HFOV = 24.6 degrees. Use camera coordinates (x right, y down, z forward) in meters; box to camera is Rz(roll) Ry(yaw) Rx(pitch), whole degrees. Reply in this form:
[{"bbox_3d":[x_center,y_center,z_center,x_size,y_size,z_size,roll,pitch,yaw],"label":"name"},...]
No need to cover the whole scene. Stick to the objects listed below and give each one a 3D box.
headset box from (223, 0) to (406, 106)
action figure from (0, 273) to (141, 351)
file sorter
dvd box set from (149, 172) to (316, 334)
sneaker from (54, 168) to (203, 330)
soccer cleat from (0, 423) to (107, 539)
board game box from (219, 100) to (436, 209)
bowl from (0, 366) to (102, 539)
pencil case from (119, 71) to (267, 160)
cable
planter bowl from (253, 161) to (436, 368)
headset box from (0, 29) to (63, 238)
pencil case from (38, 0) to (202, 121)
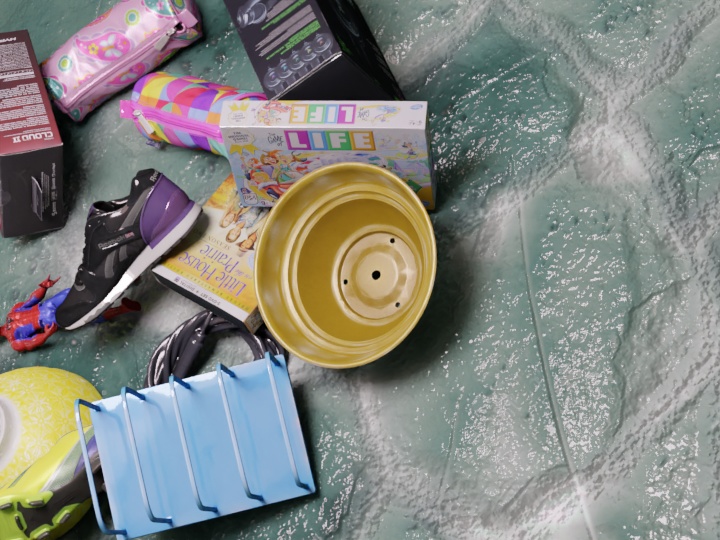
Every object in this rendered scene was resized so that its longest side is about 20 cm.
[{"bbox_3d":[-0.044,-0.220,1.696,0.093,0.174,0.200,-33,56,14],"label":"headset box"},{"bbox_3d":[-0.338,0.045,1.830,0.199,0.052,0.066,-19,66,24],"label":"action figure"},{"bbox_3d":[-0.159,0.165,1.566,0.199,0.123,0.139,-14,80,1],"label":"file sorter"},{"bbox_3d":[-0.105,-0.042,1.713,0.146,0.029,0.200,27,70,36],"label":"dvd box set"},{"bbox_3d":[-0.262,-0.027,1.725,0.200,0.088,0.076,-43,16,13],"label":"sneaker"},{"bbox_3d":[-0.311,0.212,1.669,0.200,0.065,0.084,-28,34,-6],"label":"soccer cleat"},{"bbox_3d":[-0.029,-0.113,1.626,0.199,0.135,0.034,1,57,8],"label":"board game box"},{"bbox_3d":[-0.374,0.187,1.750,0.199,0.108,0.201,-12,65,26],"label":"bowl"},{"bbox_3d":[-0.171,-0.164,1.778,0.200,0.088,0.089,15,77,48],"label":"pencil case"},{"bbox_3d":[-0.158,0.125,1.696,0.163,0.051,0.201,8,76,37],"label":"cable"},{"bbox_3d":[0.000,0.000,1.621,0.200,0.083,0.201,-5,79,26],"label":"planter bowl"},{"bbox_3d":[-0.389,-0.147,1.872,0.077,0.149,0.200,-12,56,-18],"label":"headset box"},{"bbox_3d":[-0.274,-0.255,1.897,0.200,0.087,0.088,-31,57,14],"label":"pencil case"}]
